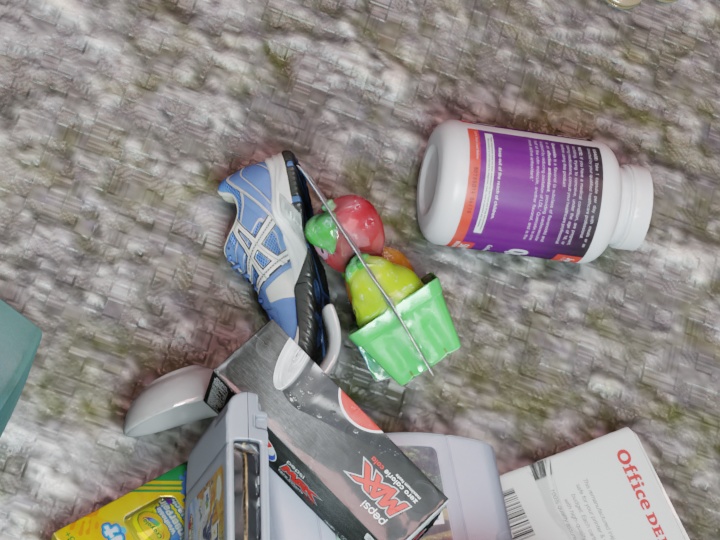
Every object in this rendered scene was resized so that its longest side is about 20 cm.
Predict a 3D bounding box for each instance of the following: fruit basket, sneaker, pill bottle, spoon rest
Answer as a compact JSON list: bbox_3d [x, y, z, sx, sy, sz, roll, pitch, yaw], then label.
[{"bbox_3d":[0.000,0.000,1.626,0.094,0.185,0.200,-39,93,1],"label":"fruit basket"},{"bbox_3d":[-0.073,-0.001,1.688,0.076,0.076,0.201,-13,70,8],"label":"sneaker"},{"bbox_3d":[0.156,-0.068,1.747,0.198,0.113,0.113,8,64,-11],"label":"pill bottle"},{"bbox_3d":[-0.101,0.095,1.592,0.199,0.099,0.061,-25,79,-6],"label":"spoon rest"}]

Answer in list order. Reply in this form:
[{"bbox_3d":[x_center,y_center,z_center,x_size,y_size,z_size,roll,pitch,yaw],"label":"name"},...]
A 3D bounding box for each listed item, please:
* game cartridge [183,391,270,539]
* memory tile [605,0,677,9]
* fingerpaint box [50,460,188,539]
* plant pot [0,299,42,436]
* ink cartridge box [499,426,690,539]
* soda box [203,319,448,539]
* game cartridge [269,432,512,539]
[{"bbox_3d":[-0.101,0.207,1.453,0.041,0.133,0.201,8,63,-22],"label":"game cartridge"},{"bbox_3d":[0.313,-0.341,1.972,0.199,0.017,0.154,-11,69,-20],"label":"memory tile"},{"bbox_3d":[-0.127,0.262,1.538,0.166,0.073,0.201,-26,74,-25],"label":"fingerpaint box"},{"bbox_3d":[-0.347,0.108,1.520,0.141,0.142,0.200,36,54,3],"label":"plant pot"},{"bbox_3d":[0.162,0.237,1.621,0.199,0.084,0.147,-17,70,-21],"label":"ink cartridge box"},{"bbox_3d":[-0.028,0.137,1.507,0.200,0.063,0.071,45,65,10],"label":"soda box"},{"bbox_3d":[0.020,0.197,1.543,0.198,0.041,0.134,-6,63,-14],"label":"game cartridge"}]
